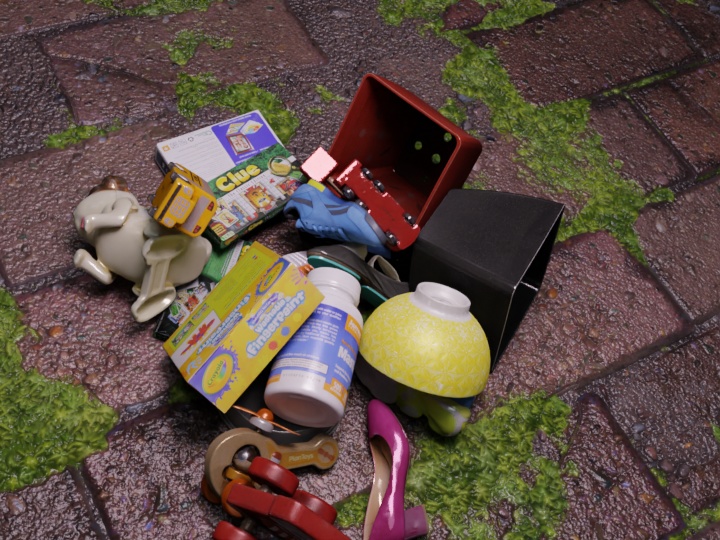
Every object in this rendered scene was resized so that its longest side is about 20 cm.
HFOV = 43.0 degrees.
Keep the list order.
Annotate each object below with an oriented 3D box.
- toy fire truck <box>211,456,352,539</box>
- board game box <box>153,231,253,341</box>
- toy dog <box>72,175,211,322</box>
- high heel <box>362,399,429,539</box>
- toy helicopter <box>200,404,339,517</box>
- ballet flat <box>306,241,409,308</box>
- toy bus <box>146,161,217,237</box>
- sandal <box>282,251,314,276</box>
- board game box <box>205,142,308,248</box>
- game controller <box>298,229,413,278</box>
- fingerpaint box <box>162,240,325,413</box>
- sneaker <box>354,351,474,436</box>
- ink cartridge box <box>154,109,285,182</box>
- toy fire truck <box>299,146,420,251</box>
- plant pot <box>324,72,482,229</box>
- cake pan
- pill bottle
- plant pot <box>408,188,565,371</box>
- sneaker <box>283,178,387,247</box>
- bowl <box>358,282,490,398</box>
[{"bbox_3d":[-0.068,0.318,1.095,0.200,0.167,0.113,46,63,-33],"label":"toy fire truck"},{"bbox_3d":[-0.229,0.029,1.377,0.103,0.024,0.202,16,54,1],"label":"board game box"},{"bbox_3d":[-0.330,-0.057,1.333,0.199,0.141,0.193,32,41,22],"label":"toy dog"},{"bbox_3d":[0.022,0.272,1.235,0.095,0.068,0.202,-5,60,-29],"label":"high heel"},{"bbox_3d":[-0.114,0.239,1.209,0.197,0.078,0.135,-1,95,-35],"label":"toy helicopter"},{"bbox_3d":[0.000,0.000,1.366,0.199,0.067,0.069,36,62,-34],"label":"ballet flat"},{"bbox_3d":[-0.247,-0.098,1.270,0.078,0.200,0.066,33,94,-19],"label":"toy bus"},{"bbox_3d":[-0.057,0.011,1.413,0.205,0.060,0.079,-15,56,-47],"label":"sandal"},{"bbox_3d":[-0.171,-0.121,1.433,0.105,0.024,0.199,41,57,21],"label":"board game box"},{"bbox_3d":[-0.004,-0.050,1.437,0.197,0.042,0.105,19,32,-12],"label":"game controller"},{"bbox_3d":[-0.160,0.071,1.232,0.073,0.166,0.201,44,82,-25],"label":"fingerpaint box"},{"bbox_3d":[0.082,0.158,1.342,0.199,0.076,0.105,37,37,14],"label":"sneaker"},{"bbox_3d":[-0.206,-0.157,1.498,0.196,0.044,0.201,-23,62,-26],"label":"ink cartridge box"},{"bbox_3d":[-0.002,-0.107,1.381,0.049,0.141,0.200,-44,94,-10],"label":"toy fire truck"},{"bbox_3d":[0.084,-0.178,1.476,0.199,0.202,0.175,39,26,23],"label":"plant pot"},{"bbox_3d":[-0.111,0.159,1.305,0.197,0.037,0.203,6,54,-9],"label":"cake pan"},{"bbox_3d":[-0.057,0.101,1.256,0.110,0.113,0.202,15,59,-2],"label":"pill bottle"},{"bbox_3d":[0.181,-0.009,1.404,0.176,0.201,0.201,26,53,17],"label":"plant pot"},{"bbox_3d":[-0.041,-0.067,1.337,0.078,0.066,0.199,-44,45,-14],"label":"sneaker"},{"bbox_3d":[0.102,0.082,1.289,0.197,0.109,0.201,17,18,-6],"label":"bowl"}]
